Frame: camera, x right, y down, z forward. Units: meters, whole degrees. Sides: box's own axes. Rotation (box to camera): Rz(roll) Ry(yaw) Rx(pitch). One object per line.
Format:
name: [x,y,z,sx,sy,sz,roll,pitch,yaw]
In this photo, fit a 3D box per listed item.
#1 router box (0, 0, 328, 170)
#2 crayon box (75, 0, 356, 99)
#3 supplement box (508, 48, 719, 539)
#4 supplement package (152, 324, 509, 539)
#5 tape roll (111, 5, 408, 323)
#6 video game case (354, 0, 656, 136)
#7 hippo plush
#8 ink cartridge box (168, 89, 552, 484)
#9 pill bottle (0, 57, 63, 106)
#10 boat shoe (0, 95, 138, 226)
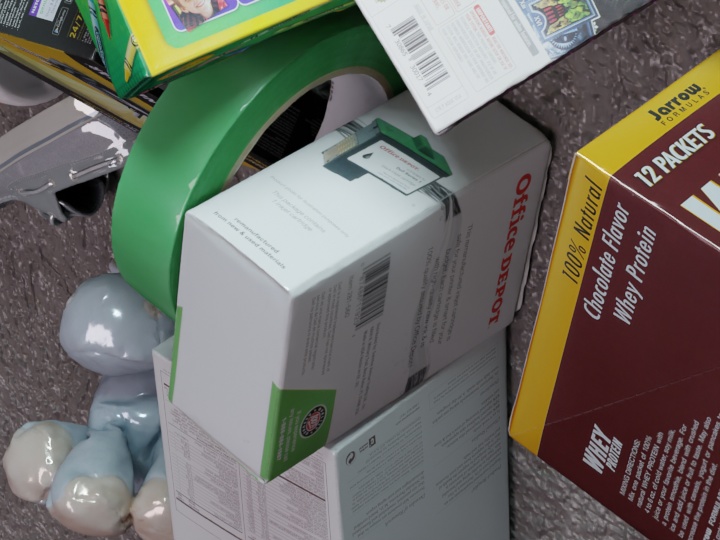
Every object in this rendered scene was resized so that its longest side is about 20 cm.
router box: [-0.131,-0.120,1.473,0.157,0.052,0.200,19,173,41]
crayon box: [-0.051,-0.180,1.297,0.119,0.199,0.058,66,160,0]
supplement box: [0.201,0.037,1.250,0.200,0.133,0.198,36,139,25]
supplement package: [-0.014,0.119,1.538,0.150,0.152,0.201,26,134,35]
tape roll: [-0.047,-0.058,1.401,0.048,0.200,0.201,36,139,27]
video game case: [0.061,-0.195,1.235,0.181,0.036,0.200,-32,93,18]
hippo plush: [-0.119,0.076,1.648,0.159,0.200,0.162,20,107,29]
ink cartridge box: [0.000,0.000,1.395,0.084,0.200,0.147,37,139,27]
pill bottle: [-0.267,-0.170,1.635,0.199,0.114,0.115,11,125,43]
boat shoe: [-0.195,-0.065,1.671,0.201,0.070,0.072,-27,93,51]
